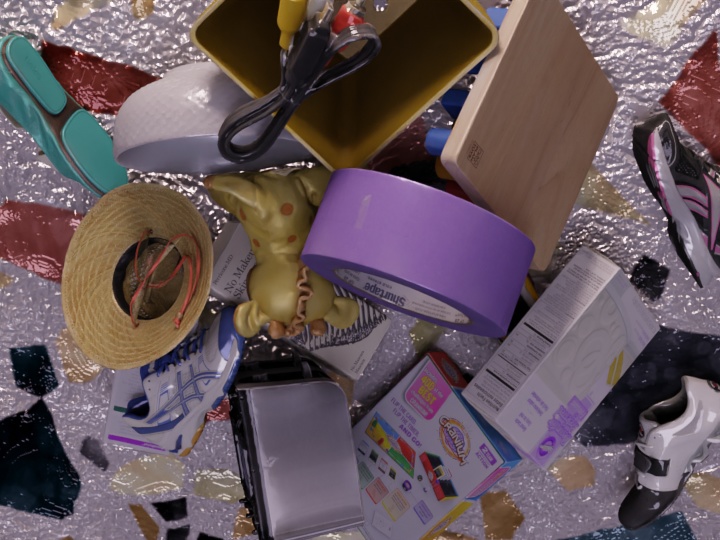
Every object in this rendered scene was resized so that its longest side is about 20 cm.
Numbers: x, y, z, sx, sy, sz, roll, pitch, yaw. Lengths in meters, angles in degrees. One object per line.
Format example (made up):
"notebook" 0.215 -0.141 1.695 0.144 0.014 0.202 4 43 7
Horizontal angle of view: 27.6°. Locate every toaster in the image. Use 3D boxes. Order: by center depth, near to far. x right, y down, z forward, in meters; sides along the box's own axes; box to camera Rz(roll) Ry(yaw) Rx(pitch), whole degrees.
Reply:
"toaster" -0.075 0.194 1.557 0.118 0.181 0.201 -10 95 -9

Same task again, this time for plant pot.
"plant pot" -0.013 -0.245 1.348 0.200 0.177 0.200 -41 110 21

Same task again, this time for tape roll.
"tape roll" 0.051 -0.014 1.324 0.199 0.200 0.085 23 80 -11

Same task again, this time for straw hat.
"straw hat" -0.200 0.012 1.473 0.201 0.202 0.085 -41 151 21

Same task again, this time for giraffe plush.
"giraffe plush" -0.067 -0.018 1.430 0.171 0.200 0.163 -4 94 4

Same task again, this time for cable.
"cable" -0.053 -0.173 1.279 0.097 0.051 0.200 14 133 -25

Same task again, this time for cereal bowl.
"cereal bowl" -0.142 -0.150 1.416 0.199 0.200 0.084 -5 83 4

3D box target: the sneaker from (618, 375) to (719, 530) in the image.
"sneaker" 0.335 0.199 1.648 0.088 0.074 0.201 29 107 -14

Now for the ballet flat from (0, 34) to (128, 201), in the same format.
"ballet flat" -0.314 -0.149 1.484 0.070 0.067 0.200 -16 120 38

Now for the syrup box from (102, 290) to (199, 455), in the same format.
"syrup box" -0.225 0.097 1.601 0.081 0.079 0.201 13 119 -6

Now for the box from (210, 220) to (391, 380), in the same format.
"box" -0.073 0.032 1.552 0.199 0.068 0.082 32 83 -16

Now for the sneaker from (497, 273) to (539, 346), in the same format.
"sneaker" 0.175 0.068 1.565 0.075 0.090 0.201 -26 115 15

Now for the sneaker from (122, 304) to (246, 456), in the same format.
"sneaker" -0.183 0.109 1.516 0.088 0.075 0.201 25 119 -11

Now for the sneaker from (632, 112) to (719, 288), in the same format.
"sneaker" 0.344 -0.084 1.495 0.086 0.080 0.201 -28 123 3

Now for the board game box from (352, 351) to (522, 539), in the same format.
"board game box" 0.061 0.212 1.627 0.200 0.040 0.153 -45 66 23

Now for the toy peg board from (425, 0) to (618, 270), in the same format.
"toy peg board" 0.131 -0.138 1.373 0.097 0.201 0.199 11 158 38

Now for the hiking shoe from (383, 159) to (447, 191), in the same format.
"hiking shoe" 0.097 -0.061 1.504 0.199 0.076 0.101 -9 115 6

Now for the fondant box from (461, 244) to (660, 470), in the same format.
"fondant box" 0.211 0.093 1.518 0.200 0.058 0.144 -49 141 -4
